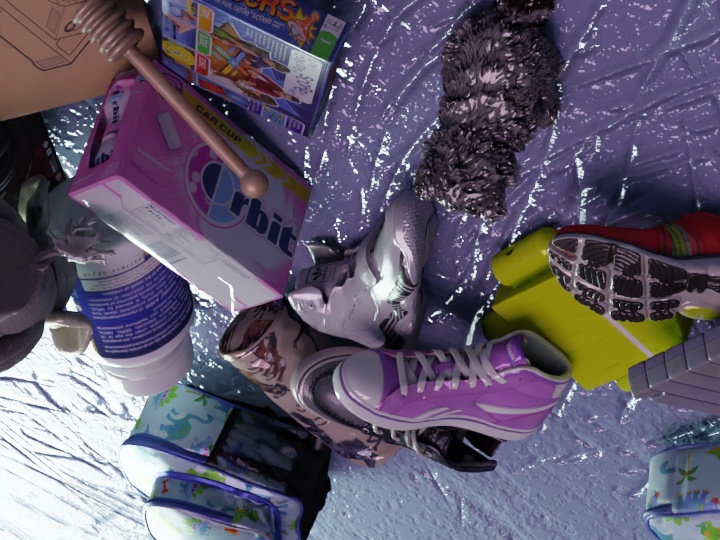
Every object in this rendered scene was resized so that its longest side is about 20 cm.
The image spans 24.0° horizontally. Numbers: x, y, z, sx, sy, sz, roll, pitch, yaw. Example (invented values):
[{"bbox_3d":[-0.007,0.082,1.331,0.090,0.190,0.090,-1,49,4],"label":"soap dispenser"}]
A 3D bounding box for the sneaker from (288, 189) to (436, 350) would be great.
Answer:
[{"bbox_3d":[0.000,0.000,1.448,0.114,0.075,0.201,13,142,8],"label":"sneaker"}]

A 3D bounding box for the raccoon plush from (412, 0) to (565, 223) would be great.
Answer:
[{"bbox_3d":[0.084,-0.133,1.215,0.096,0.134,0.201,10,138,18],"label":"raccoon plush"}]

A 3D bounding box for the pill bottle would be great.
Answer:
[{"bbox_3d":[-0.215,0.017,1.537,0.119,0.120,0.201,7,137,19],"label":"pill bottle"}]

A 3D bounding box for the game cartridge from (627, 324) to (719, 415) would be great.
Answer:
[{"bbox_3d":[0.327,0.082,1.350,0.199,0.039,0.129,14,145,-36],"label":"game cartridge"}]

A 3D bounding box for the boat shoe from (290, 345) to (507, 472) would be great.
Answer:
[{"bbox_3d":[0.040,0.126,1.505,0.199,0.093,0.075,12,106,-25],"label":"boat shoe"}]

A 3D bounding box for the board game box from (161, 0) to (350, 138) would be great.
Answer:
[{"bbox_3d":[-0.083,-0.167,1.272,0.135,0.035,0.200,25,167,-2],"label":"board game box"}]

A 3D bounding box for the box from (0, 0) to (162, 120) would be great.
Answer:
[{"bbox_3d":[-0.253,-0.213,1.325,0.162,0.021,0.201,-14,134,-3],"label":"box"}]

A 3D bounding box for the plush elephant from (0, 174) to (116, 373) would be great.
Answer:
[{"bbox_3d":[-0.293,0.006,1.377,0.198,0.166,0.155,-12,172,-5],"label":"plush elephant"}]

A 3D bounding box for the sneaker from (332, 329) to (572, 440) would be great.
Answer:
[{"bbox_3d":[0.083,0.081,1.426,0.199,0.073,0.114,6,144,-22],"label":"sneaker"}]

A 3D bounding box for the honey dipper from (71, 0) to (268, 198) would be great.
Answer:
[{"bbox_3d":[-0.144,-0.132,1.312,0.200,0.038,0.038,48,137,-2],"label":"honey dipper"}]

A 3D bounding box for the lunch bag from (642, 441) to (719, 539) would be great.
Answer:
[{"bbox_3d":[0.365,0.214,1.491,0.199,0.083,0.161,-11,142,36],"label":"lunch bag"}]

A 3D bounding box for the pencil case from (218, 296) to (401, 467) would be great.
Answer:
[{"bbox_3d":[-0.036,0.101,1.569,0.200,0.090,0.078,42,149,-24],"label":"pencil case"}]

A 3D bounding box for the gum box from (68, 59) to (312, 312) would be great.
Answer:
[{"bbox_3d":[-0.139,-0.068,1.381,0.066,0.114,0.200,-17,138,40],"label":"gum box"}]

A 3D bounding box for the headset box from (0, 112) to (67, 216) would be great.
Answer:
[{"bbox_3d":[-0.357,-0.075,1.436,0.075,0.200,0.149,19,142,30],"label":"headset box"}]

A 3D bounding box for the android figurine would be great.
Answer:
[{"bbox_3d":[0.196,0.035,1.418,0.182,0.041,0.200,39,140,-16],"label":"android figurine"}]

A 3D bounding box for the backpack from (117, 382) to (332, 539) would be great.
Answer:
[{"bbox_3d":[-0.141,0.206,1.675,0.199,0.148,0.183,22,152,8],"label":"backpack"}]

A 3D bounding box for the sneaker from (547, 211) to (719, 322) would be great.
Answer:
[{"bbox_3d":[0.243,-0.009,1.310,0.198,0.085,0.077,8,135,1],"label":"sneaker"}]
